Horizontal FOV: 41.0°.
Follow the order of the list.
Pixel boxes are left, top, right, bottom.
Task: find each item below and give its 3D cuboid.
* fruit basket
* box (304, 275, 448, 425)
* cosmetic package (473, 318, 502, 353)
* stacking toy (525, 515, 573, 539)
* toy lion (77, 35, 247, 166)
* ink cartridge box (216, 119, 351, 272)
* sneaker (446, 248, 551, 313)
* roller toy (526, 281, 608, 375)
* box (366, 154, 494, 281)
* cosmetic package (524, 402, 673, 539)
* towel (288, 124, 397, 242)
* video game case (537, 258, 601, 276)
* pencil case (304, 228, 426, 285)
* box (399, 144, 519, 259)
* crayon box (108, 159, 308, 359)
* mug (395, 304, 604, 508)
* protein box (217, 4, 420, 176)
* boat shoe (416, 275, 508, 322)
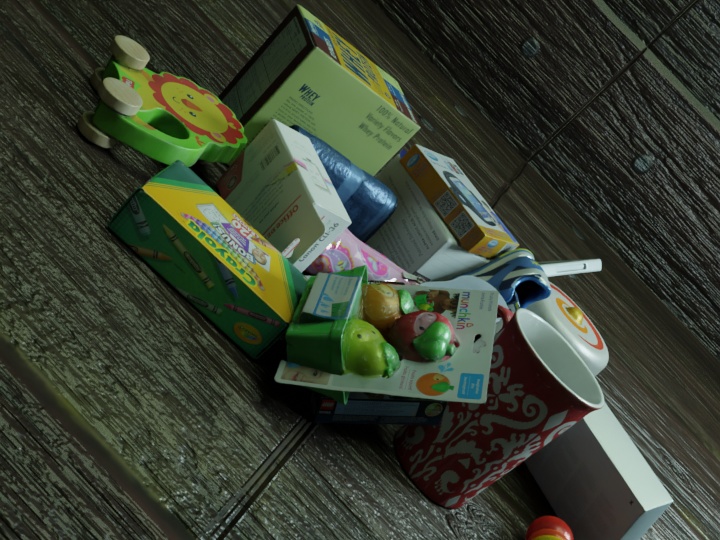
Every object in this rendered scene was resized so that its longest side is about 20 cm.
[{"bbox_3d":[0.032,0.058,0.953,0.185,0.199,0.094,-69,155,-55],"label":"fruit basket"},{"bbox_3d":[0.003,0.083,1.047,0.136,0.038,0.200,3,36,-17],"label":"box"},{"bbox_3d":[0.189,0.131,1.267,0.102,0.074,0.200,50,0,12],"label":"cosmetic package"},{"bbox_3d":[0.200,0.321,1.032,0.085,0.085,0.200,47,13,4],"label":"stacking toy"},{"bbox_3d":[-0.220,-0.180,1.127,0.191,0.069,0.200,28,26,-24],"label":"toy lion"},{"bbox_3d":[-0.088,-0.068,1.133,0.067,0.116,0.200,25,30,-43],"label":"ink cartridge box"},{"bbox_3d":[0.173,0.043,1.332,0.082,0.200,0.074,52,-11,43],"label":"sneaker"},{"bbox_3d":[0.291,0.108,1.512,0.200,0.140,0.183,13,37,-55],"label":"roller toy"},{"bbox_3d":[0.109,-0.036,1.437,0.199,0.131,0.200,25,29,-42],"label":"box"},{"bbox_3d":[0.285,0.250,1.209,0.052,0.151,0.200,-11,52,-25],"label":"cosmetic package"},{"bbox_3d":[-0.048,-0.106,1.289,0.200,0.112,0.049,32,25,-34],"label":"towel"},{"bbox_3d":[0.255,0.001,1.552,0.182,0.200,0.023,-5,91,-46],"label":"video game case"},{"bbox_3d":[0.000,0.000,1.225,0.200,0.087,0.088,35,23,-26],"label":"pencil case"},{"bbox_3d":[0.135,-0.105,1.376,0.119,0.041,0.200,9,43,-58],"label":"box"},{"bbox_3d":[-0.149,-0.014,0.992,0.200,0.058,0.119,43,20,-7],"label":"crayon box"},{"bbox_3d":[0.145,0.147,1.059,0.133,0.200,0.178,41,20,-12],"label":"mug"},{"bbox_3d":[-0.067,-0.209,1.322,0.198,0.200,0.135,32,24,-34],"label":"protein box"},{"bbox_3d":[0.113,0.054,1.221,0.200,0.066,0.070,-4,61,-52],"label":"boat shoe"}]
